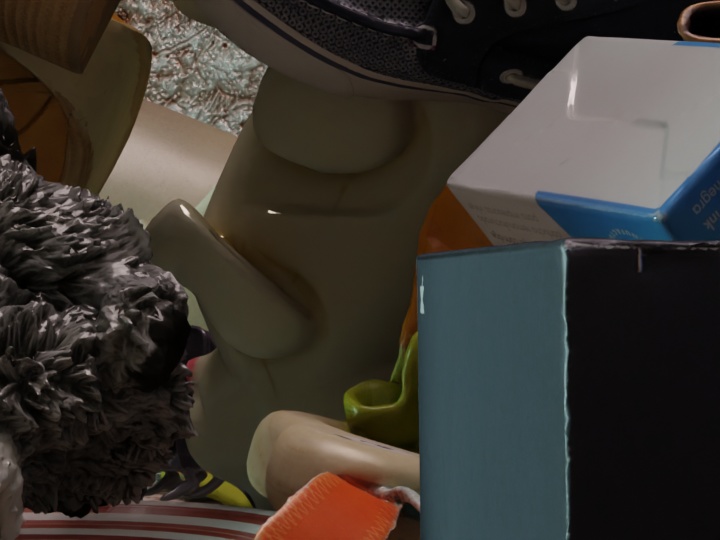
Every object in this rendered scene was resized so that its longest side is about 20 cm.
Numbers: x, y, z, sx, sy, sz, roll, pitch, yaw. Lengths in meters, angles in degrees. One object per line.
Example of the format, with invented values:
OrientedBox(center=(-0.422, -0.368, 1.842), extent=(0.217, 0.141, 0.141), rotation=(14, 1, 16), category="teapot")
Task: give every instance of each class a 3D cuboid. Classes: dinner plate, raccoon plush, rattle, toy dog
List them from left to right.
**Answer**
OrientedBox(center=(-0.141, 0.017, 0.711), extent=(0.134, 0.097, 0.200), rotation=(-20, 54, -39), category="raccoon plush")
OrientedBox(center=(-0.113, 0.090, 0.821), extent=(0.199, 0.024, 0.200), rotation=(-2, 0, 0), category="dinner plate")
OrientedBox(center=(0.000, 0.000, 0.931), extent=(0.193, 0.201, 0.140), rotation=(11, 13, -2), category="toy dog")
OrientedBox(center=(0.032, 0.030, 0.759), extent=(0.130, 0.143, 0.200), rotation=(33, 3, 21), category="rattle")

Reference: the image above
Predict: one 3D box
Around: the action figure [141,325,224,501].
OrientedBox(center=(-0.003, 0.057, 1.063), extent=(0.199, 0.070, 0.130), rotation=(-2, -7, -36), category="action figure")

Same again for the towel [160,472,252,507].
OrientedBox(center=(-0.028, 0.096, 1.145), extent=(0.086, 0.018, 0.200), rotation=(-6, 2, -15), category="towel")

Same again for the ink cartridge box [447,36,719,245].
OrientedBox(center=(0.128, 0.029, 0.756), extent=(0.068, 0.200, 0.116), rotation=(-46, 24, -15), category="ink cartridge box")

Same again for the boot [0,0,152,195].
OrientedBox(center=(-0.147, -0.085, 0.863), extent=(0.143, 0.071, 0.201), rotation=(25, -21, 5), category="boot")

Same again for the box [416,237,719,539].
OrientedBox(center=(0.112, 0.045, 0.549), extent=(0.181, 0.105, 0.200), rotation=(0, -1, -6), category="box")

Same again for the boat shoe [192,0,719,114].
OrientedBox(center=(0.050, -0.095, 0.816), extent=(0.199, 0.075, 0.093), rotation=(13, -30, -19), category="boat shoe")

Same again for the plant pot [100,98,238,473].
OrientedBox(center=(-0.036, 0.027, 1.300), extent=(0.199, 0.189, 0.187), rotation=(13, 1, 8), category="plant pot")

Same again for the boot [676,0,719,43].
OrientedBox(center=(0.131, -0.005, 0.829), extent=(0.187, 0.069, 0.200), rotation=(6, -34, 28), category="boot")
